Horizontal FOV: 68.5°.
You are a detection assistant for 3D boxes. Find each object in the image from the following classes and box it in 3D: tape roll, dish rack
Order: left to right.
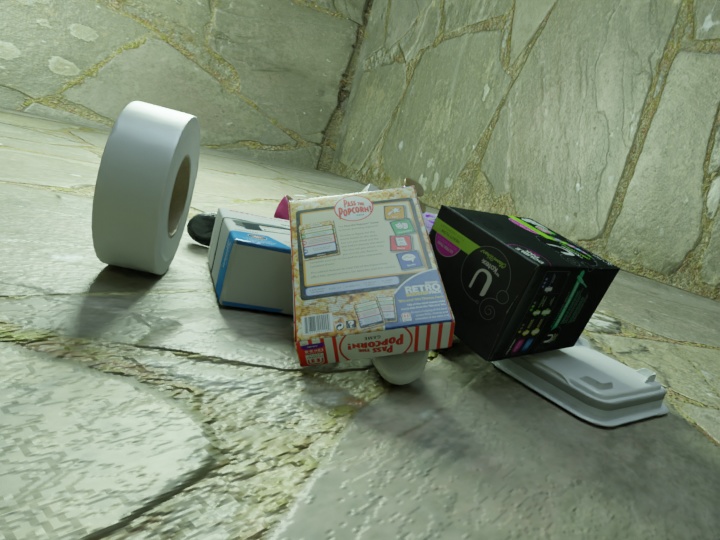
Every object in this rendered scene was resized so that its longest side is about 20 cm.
[{"bbox_3d":[-0.255,-0.099,0.647,0.071,0.203,0.202,12,13,-10],"label":"tape roll"},{"bbox_3d":[0.284,0.128,0.675,0.200,0.044,0.172,4,18,-39],"label":"dish rack"}]

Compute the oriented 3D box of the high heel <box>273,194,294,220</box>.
[{"bbox_3d":[-0.074,-0.066,0.957,0.200,0.096,0.067,22,14,29],"label":"high heel"}]

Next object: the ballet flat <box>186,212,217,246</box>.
[{"bbox_3d":[-0.181,-0.057,0.868,0.200,0.067,0.057,14,-3,-19],"label":"ballet flat"}]

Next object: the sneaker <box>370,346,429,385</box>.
[{"bbox_3d":[0.035,0.060,0.613,0.073,0.112,0.200,-12,50,-3],"label":"sneaker"}]

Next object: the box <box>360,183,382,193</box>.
[{"bbox_3d":[-0.020,-0.088,0.955,0.039,0.041,0.200,29,-31,-17],"label":"box"}]

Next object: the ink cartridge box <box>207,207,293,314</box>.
[{"bbox_3d":[-0.121,-0.016,0.713,0.144,0.084,0.200,10,13,-23],"label":"ink cartridge box"}]

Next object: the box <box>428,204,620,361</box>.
[{"bbox_3d":[0.184,0.012,0.644,0.200,0.124,0.149,1,29,-42],"label":"box"}]

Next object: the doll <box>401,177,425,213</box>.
[{"bbox_3d":[0.031,-0.074,0.940,0.048,0.200,0.137,24,47,-29],"label":"doll"}]

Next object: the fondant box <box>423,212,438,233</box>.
[{"bbox_3d":[0.167,-0.010,0.908,0.144,0.058,0.200,7,41,-34],"label":"fondant box"}]

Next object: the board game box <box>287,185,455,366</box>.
[{"bbox_3d":[0.003,-0.003,0.564,0.151,0.046,0.200,-7,49,-2],"label":"board game box"}]
